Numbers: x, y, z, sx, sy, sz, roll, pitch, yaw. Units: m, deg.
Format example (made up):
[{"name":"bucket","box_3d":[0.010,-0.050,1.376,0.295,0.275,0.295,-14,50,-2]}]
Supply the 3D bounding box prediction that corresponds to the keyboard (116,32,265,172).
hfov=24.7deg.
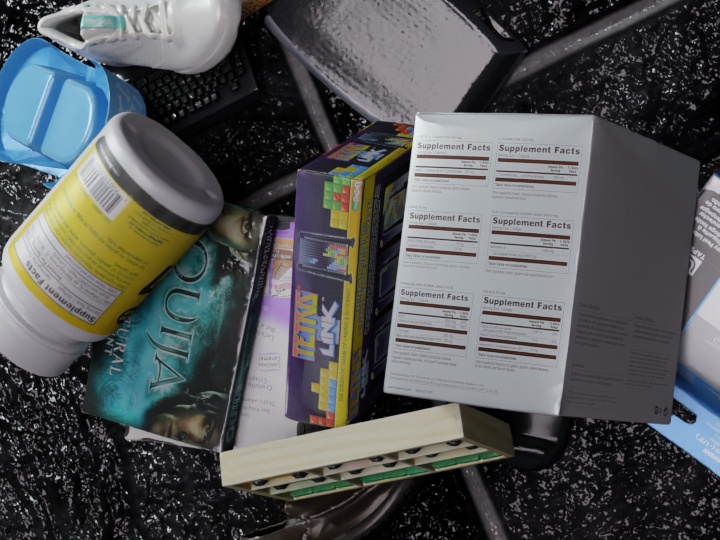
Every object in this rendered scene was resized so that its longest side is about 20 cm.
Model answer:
[{"name":"keyboard","box_3d":[-0.173,-0.123,1.432,0.199,0.021,0.128,-25,82,21]}]

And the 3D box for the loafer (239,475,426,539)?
[{"name":"loafer","box_3d":[-0.030,0.203,1.378,0.200,0.073,0.072,-39,82,18]}]

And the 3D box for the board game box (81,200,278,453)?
[{"name":"board game box","box_3d":[-0.149,0.037,1.358,0.134,0.028,0.201,14,97,20]}]

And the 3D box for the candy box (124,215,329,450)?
[{"name":"candy box","box_3d":[-0.107,0.052,1.397,0.167,0.071,0.201,6,96,19]}]

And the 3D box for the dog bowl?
[{"name":"dog bowl","box_3d":[-0.250,-0.129,1.403,0.200,0.049,0.112,25,96,48]}]

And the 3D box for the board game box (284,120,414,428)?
[{"name":"board game box","box_3d":[0.000,0.000,1.284,0.056,0.165,0.201,11,110,19]}]

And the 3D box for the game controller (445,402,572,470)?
[{"name":"game controller","box_3d":[0.131,0.061,1.334,0.104,0.042,0.201,12,99,4]}]

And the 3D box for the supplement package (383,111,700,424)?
[{"name":"supplement package","box_3d":[0.134,0.001,1.189,0.146,0.191,0.201,5,87,34]}]

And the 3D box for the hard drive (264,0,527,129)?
[{"name":"hard drive","box_3d":[0.022,-0.192,1.347,0.200,0.042,0.135,40,106,13]}]

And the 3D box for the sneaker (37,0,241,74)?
[{"name":"sneaker","box_3d":[-0.187,-0.201,1.365,0.199,0.088,0.076,-2,87,42]}]

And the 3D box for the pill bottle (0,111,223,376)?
[{"name":"pill bottle","box_3d":[-0.210,-0.017,1.302,0.114,0.114,0.200,48,109,11]}]

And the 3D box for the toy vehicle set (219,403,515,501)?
[{"name":"toy vehicle set","box_3d":[0.007,0.142,1.269,0.199,0.124,0.027,-14,72,21]}]

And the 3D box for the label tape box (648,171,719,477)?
[{"name":"label tape box","box_3d":[0.277,0.046,1.261,0.143,0.066,0.201,37,104,14]}]

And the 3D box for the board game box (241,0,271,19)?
[{"name":"board game box","box_3d":[-0.076,-0.274,1.358,0.199,0.030,0.096,-28,67,32]}]
